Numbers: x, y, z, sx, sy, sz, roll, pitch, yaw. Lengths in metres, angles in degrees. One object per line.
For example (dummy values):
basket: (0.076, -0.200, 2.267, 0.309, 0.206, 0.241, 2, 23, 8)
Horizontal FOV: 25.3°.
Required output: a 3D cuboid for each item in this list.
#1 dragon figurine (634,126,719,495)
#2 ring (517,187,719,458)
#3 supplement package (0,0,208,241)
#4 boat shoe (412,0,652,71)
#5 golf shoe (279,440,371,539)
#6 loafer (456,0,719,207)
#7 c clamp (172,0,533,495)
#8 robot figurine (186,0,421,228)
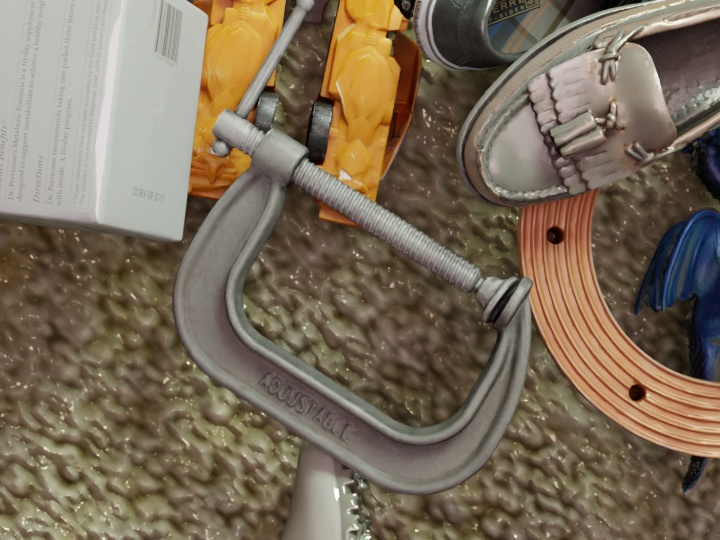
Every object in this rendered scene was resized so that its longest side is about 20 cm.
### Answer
dragon figurine: (0.174, 0.006, 0.802, 0.099, 0.059, 0.201, 31, 83, -2)
ring: (0.171, -0.012, 0.765, 0.198, 0.019, 0.203, 1, 85, -6)
supplement package: (-0.184, -0.081, 0.724, 0.198, 0.114, 0.111, 7, 89, 12)
boat shoe: (0.119, -0.143, 0.776, 0.199, 0.056, 0.069, -27, 115, -22)
golf shoe: (-0.043, 0.173, 0.779, 0.096, 0.078, 0.202, 5, 88, 2)
loafer: (0.137, -0.088, 0.722, 0.199, 0.063, 0.072, -27, 106, -10)
c clamp: (0.000, 0.000, 0.743, 0.199, 0.027, 0.171, 37, 97, 5)
robot figurine: (-0.026, -0.128, 0.789, 0.143, 0.058, 0.202, 11, 89, -5)
